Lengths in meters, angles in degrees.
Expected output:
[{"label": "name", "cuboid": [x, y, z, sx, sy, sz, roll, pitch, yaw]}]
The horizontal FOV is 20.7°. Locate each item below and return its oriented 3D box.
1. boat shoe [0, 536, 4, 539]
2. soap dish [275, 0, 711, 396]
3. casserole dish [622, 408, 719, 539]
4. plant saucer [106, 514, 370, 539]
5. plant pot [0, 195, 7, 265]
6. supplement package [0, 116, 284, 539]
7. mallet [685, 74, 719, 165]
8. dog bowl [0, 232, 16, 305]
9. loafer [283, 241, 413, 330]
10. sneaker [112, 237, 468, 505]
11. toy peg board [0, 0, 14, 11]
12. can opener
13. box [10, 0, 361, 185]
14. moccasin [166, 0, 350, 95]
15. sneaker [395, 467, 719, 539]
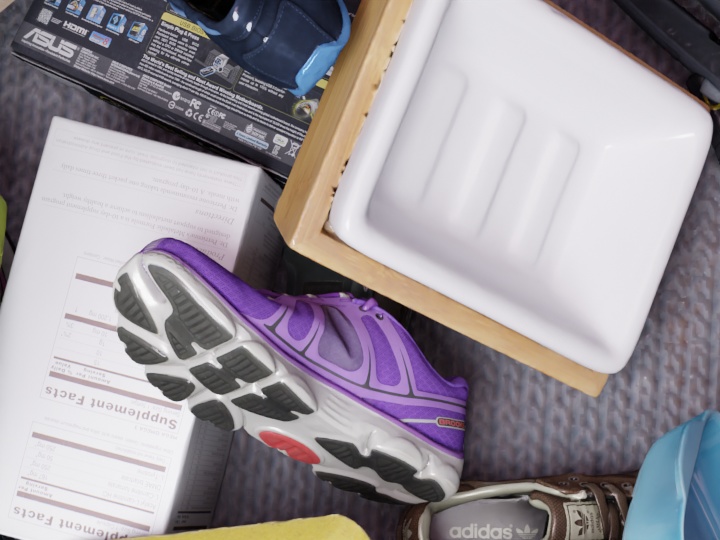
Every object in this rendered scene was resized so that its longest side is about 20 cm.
[{"label": "boat shoe", "cuboid": [-0.125, 0.183, 0.991, 0.200, 0.084, 0.069, 37, 104, -4]}, {"label": "soap dish", "cuboid": [0.063, -0.048, 0.940, 0.200, 0.081, 0.158, 26, 82, -34]}, {"label": "casserole dish", "cuboid": [0.167, 0.158, 0.902, 0.039, 0.121, 0.200, -14, 117, 28]}, {"label": "plant saucer", "cuboid": [-0.057, 0.216, 0.885, 0.199, 0.048, 0.201, -11, 106, 33]}, {"label": "plant pot", "cuboid": [-0.248, 0.037, 0.912, 0.187, 0.187, 0.201, 22, 72, 10]}, {"label": "supplement package", "cuboid": [-0.116, 0.040, 0.986, 0.109, 0.114, 0.201, 14, 84, 9]}, {"label": "mallet", "cuboid": [0.199, -0.005, 0.995, 0.066, 0.041, 0.201, -28, 75, 5]}, {"label": "dog bowl", "cuboid": [-0.278, 0.028, 1.031, 0.199, 0.074, 0.201, -1, 82, 7]}, {"label": "loafer", "cuboid": [0.000, 0.000, 1.012, 0.072, 0.063, 0.201, 9, 79, 31]}, {"label": "sneaker", "cuboid": [-0.029, 0.038, 0.921, 0.080, 0.200, 0.084, -18, 47, 46]}, {"label": "toy peg board", "cuboid": [-0.257, -0.203, 0.984, 0.200, 0.098, 0.199, 27, 55, 26]}, {"label": "can opener", "cuboid": [0.175, -0.127, 1.000, 0.200, 0.079, 0.063, 39, 94, 20]}, {"label": "box", "cuboid": [-0.063, -0.143, 1.017, 0.200, 0.049, 0.162, 24, 87, 26]}, {"label": "moccasin", "cuboid": [-0.067, -0.156, 0.926, 0.081, 0.068, 0.200, -56, 39, 10]}, {"label": "sneaker", "cuboid": [0.116, 0.131, 0.962, 0.199, 0.076, 0.071, -6, 81, 7]}]
